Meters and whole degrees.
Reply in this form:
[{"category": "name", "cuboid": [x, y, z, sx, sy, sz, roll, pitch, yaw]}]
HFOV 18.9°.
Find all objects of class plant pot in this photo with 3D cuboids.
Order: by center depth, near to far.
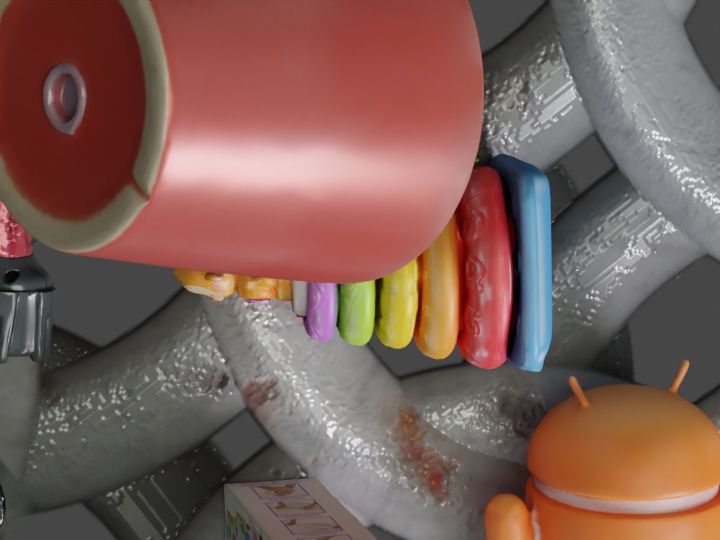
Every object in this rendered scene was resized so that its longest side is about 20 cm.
[{"category": "plant pot", "cuboid": [-0.072, -0.085, 1.016, 0.177, 0.200, 0.202, -8, 106, -45]}]

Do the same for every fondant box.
[{"category": "fondant box", "cuboid": [-0.020, 0.205, 1.122, 0.058, 0.200, 0.145, -4, 103, -18]}]

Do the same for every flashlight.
[{"category": "flashlight", "cuboid": [-0.172, -0.055, 1.090, 0.068, 0.068, 0.201, 1, 100, -21]}]

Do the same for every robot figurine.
[{"category": "robot figurine", "cuboid": [0.150, 0.151, 1.212, 0.143, 0.117, 0.201, 3, 103, 17]}]

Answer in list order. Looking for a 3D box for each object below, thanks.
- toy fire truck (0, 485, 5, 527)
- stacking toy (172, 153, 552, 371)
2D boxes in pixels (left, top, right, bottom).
[{"category": "toy fire truck", "cuboid": [-0.290, 0.121, 1.073, 0.199, 0.128, 0.177, -17, 106, -24]}, {"category": "stacking toy", "cuboid": [0.000, 0.000, 1.148, 0.198, 0.116, 0.111, -2, 100, -6]}]
